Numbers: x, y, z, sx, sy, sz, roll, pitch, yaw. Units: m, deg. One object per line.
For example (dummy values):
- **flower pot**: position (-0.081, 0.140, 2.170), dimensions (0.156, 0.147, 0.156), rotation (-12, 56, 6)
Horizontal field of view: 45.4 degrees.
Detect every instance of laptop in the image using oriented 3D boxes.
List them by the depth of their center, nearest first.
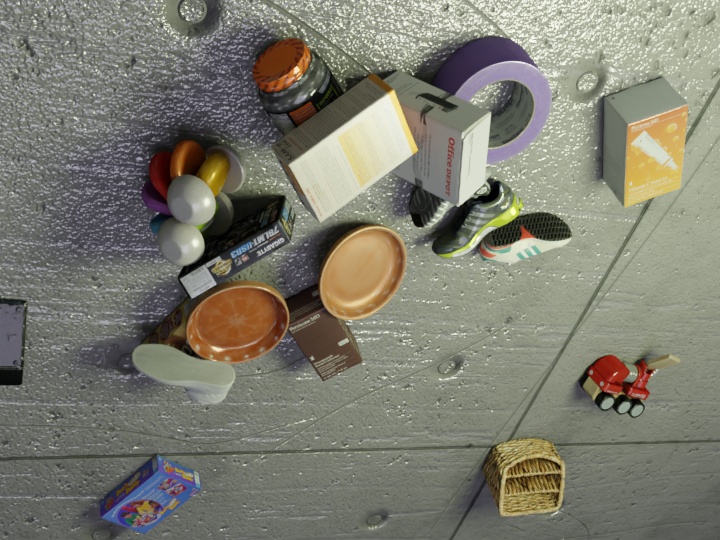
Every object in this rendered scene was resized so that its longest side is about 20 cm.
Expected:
- **laptop**: position (-0.709, 0.135, 1.582), dimensions (0.173, 0.103, 0.205), rotation (3, 104, -23)

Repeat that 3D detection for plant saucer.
- **plant saucer**: position (-0.233, 0.096, 1.629), dimensions (0.196, 0.033, 0.203), rotation (-11, 133, -11)
- **plant saucer**: position (0.000, 0.000, 1.667), dimensions (0.197, 0.037, 0.204), rotation (-17, 125, -26)

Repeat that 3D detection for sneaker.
- **sneaker**: position (0.176, -0.137, 1.583), dimensions (0.113, 0.077, 0.200), rotation (-7, 164, -27)
- **sneaker**: position (-0.346, 0.209, 1.658), dimensions (0.196, 0.075, 0.116), rotation (17, 146, -8)
- **sneaker**: position (0.216, -0.103, 1.671), dimensions (0.199, 0.074, 0.081), rotation (-37, 124, 7)
- **sneaker**: position (0.332, -0.058, 1.758), dimensions (0.195, 0.072, 0.094), rotation (-8, 151, -15)

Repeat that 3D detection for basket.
- **basket**: position (0.445, 0.543, 2.273), dimensions (0.196, 0.150, 0.145), rotation (2, 130, -20)

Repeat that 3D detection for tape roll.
- **tape roll**: position (0.224, -0.290, 1.485), dimensions (0.195, 0.086, 0.203), rotation (-10, 133, -10)

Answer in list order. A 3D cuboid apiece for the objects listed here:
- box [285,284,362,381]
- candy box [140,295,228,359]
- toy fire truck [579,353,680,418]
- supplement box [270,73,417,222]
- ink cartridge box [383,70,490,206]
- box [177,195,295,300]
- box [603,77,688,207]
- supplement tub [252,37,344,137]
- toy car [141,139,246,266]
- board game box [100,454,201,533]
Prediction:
- **box**: position (-0.078, 0.129, 1.763), dimensions (0.099, 0.076, 0.201), rotation (-26, 133, 5)
- **candy box**: position (-0.325, 0.127, 1.682), dimensions (0.200, 0.057, 0.116), rotation (-43, 131, 17)
- **toy fire truck**: position (0.673, 0.258, 2.131), dimensions (0.173, 0.129, 0.203), rotation (16, 112, -30)
- **supplement box**: position (-0.023, -0.188, 1.326), dimensions (0.198, 0.074, 0.127), rotation (-36, 133, -8)
- **ink cartridge box**: position (0.111, -0.219, 1.421), dimensions (0.083, 0.198, 0.146), rotation (-37, 144, -32)
- **box**: position (-0.207, -0.044, 1.475), dimensions (0.196, 0.200, 0.050), rotation (-27, 107, 5)
- **box**: position (0.537, -0.241, 1.634), dimensions (0.122, 0.098, 0.202), rotation (-18, 134, -3)
- **supplement tub**: position (-0.083, -0.261, 1.373), dimensions (0.121, 0.124, 0.201), rotation (-28, 134, 7)
- **toy car**: position (-0.290, -0.122, 1.419), dimensions (0.148, 0.176, 0.202), rotation (26, 126, 4)
- **board game box**: position (-0.484, 0.519, 1.985), dimensions (0.199, 0.045, 0.134), rotation (-39, 132, 16)
